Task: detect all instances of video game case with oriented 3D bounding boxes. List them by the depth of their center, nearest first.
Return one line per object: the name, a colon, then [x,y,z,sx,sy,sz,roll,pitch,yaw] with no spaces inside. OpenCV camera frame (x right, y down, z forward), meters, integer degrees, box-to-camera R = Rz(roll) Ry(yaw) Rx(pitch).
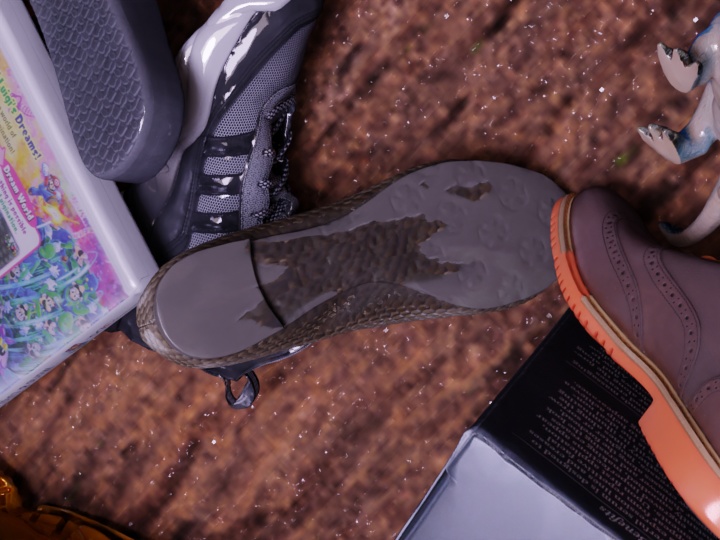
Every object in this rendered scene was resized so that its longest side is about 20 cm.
video game case: [-0.192,-0.039,0.854,0.182,0.024,0.201,-34,79,35]

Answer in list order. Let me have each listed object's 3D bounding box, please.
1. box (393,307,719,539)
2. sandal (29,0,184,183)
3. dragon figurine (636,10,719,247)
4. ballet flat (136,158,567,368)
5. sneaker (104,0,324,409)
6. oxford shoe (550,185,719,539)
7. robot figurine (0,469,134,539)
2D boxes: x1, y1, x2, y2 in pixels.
box: [0.070,0.119,0.749,0.107,0.200,0.149,36,111,7]
sandal: [-0.109,-0.126,0.806,0.076,0.043,0.201,-35,61,44]
dragon figurine: [0.161,-0.075,0.717,0.099,0.200,0.059,-40,62,-17]
ballet flat: [0.000,0.000,0.780,0.046,0.199,0.068,-28,79,65]
sneaker: [-0.041,-0.033,0.820,0.114,0.075,0.201,35,117,7]
oxford shoe: [0.134,0.022,0.729,0.073,0.200,0.071,-45,129,17]
robot figurine: [-0.123,0.152,0.857,0.199,0.145,0.059,22,97,17]
